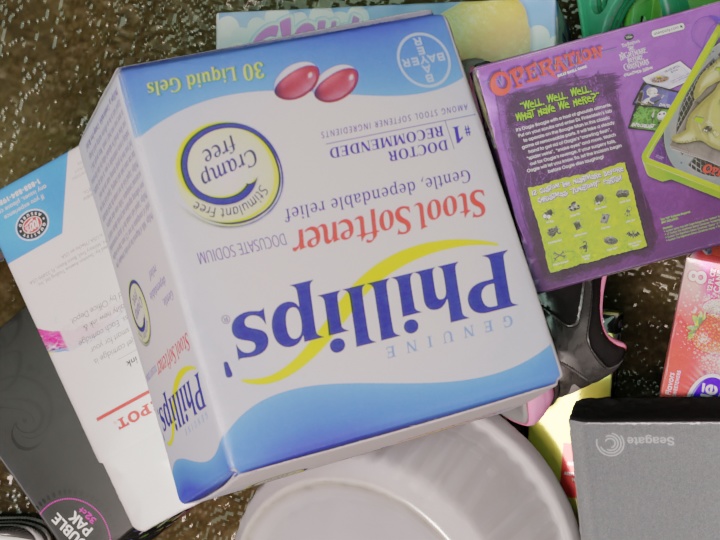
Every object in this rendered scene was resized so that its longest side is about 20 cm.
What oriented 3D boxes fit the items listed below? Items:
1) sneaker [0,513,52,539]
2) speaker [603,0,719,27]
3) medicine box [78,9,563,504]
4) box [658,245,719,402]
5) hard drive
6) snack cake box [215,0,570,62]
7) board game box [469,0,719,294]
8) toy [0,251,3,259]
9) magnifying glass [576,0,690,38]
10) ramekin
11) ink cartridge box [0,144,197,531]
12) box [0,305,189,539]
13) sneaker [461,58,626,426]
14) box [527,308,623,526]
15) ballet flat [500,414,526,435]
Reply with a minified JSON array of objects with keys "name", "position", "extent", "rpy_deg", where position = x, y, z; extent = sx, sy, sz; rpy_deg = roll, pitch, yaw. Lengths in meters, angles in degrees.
[{"name":"sneaker","position":[-0.296,0.222,1.057],"extent":[0.198,0.076,0.117],"rpy_deg":[-3,92,11]},{"name":"speaker","position":[0.182,-0.128,0.950],"extent":[0.088,0.088,0.202],"rpy_deg":[8,91,12]},{"name":"medicine box","position":[-0.023,-0.007,0.816],"extent":[0.181,0.103,0.202],"rpy_deg":[-13,78,-23]},{"name":"box","position":[0.215,0.076,0.906],"extent":[0.102,0.095,0.202],"rpy_deg":[10,114,12]},{"name":"hard drive","position":[0.191,0.163,0.877],"extent":[0.138,0.033,0.202],"rpy_deg":[-2,112,18]},{"name":"snack cake box","position":[0.024,-0.116,0.968],"extent":[0.198,0.115,0.068],"rpy_deg":[-1,90,11]},{"name":"board game box","position":[0.166,-0.071,0.831],"extent":[0.198,0.032,0.121],"rpy_deg":[-15,94,-3]},{"name":"toy","position":[-0.162,-0.046,1.003],"extent":[0.200,0.115,0.047],"rpy_deg":[-43,91,8]},{"name":"magnifying glass","position":[0.137,-0.160,0.927],"extent":[0.022,0.201,0.080],"rpy_deg":[7,129,-22]},{"name":"ramekin","position":[0.019,0.172,0.908],"extent":[0.201,0.094,0.204],"rpy_deg":[9,109,25]},{"name":"ink cartridge box","position":[-0.109,0.027,0.894],"extent":[0.114,0.068,0.201],"rpy_deg":[-27,83,9]},{"name":"box","position":[-0.119,0.059,0.993],"extent":[0.200,0.124,0.149],"rpy_deg":[-39,82,10]},{"name":"sneaker","position":[0.095,-0.021,0.894],"extent":[0.095,0.079,0.202],"rpy_deg":[-17,101,-18]},{"name":"box","position":[0.124,0.122,0.968],"extent":[0.050,0.075,0.202],"rpy_deg":[5,90,11]},{"name":"ballet flat","position":[0.011,0.133,1.005],"extent":[0.199,0.046,0.068],"rpy_deg":[-26,85,11]}]
